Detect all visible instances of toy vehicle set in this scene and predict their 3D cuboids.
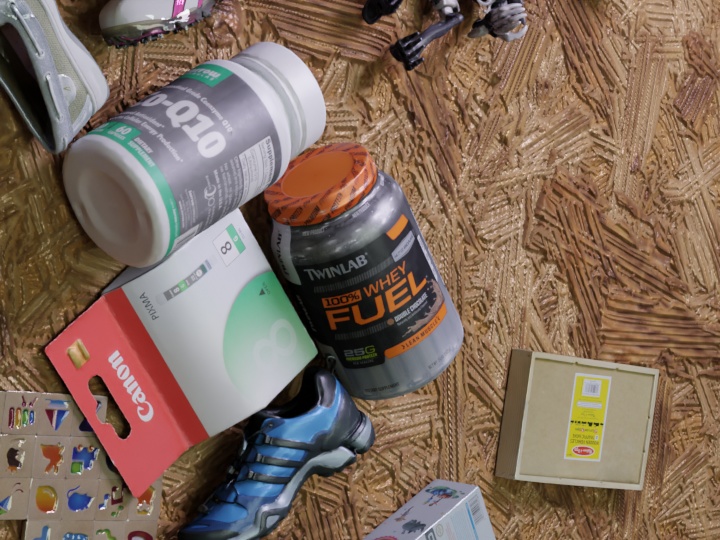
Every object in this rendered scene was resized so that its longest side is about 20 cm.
[{"bbox_3d":[0.215,0.148,2.151,0.200,0.026,0.125,10,88,-44],"label":"toy vehicle set"}]

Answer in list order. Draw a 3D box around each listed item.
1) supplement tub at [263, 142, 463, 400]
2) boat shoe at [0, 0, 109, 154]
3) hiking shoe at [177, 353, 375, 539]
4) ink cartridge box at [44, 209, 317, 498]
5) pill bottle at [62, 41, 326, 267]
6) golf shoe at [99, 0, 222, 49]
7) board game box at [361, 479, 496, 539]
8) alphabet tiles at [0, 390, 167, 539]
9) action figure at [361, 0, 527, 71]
[{"bbox_3d":[0.000,0.000,1.857,0.123,0.122,0.200,-45,123,-31],"label":"supplement tub"},{"bbox_3d":[-0.261,-0.174,1.618,0.065,0.074,0.202,-59,137,-27],"label":"boat shoe"},{"bbox_3d":[-0.084,0.160,1.830,0.200,0.074,0.087,-39,111,-24],"label":"hiking shoe"},{"bbox_3d":[-0.141,0.063,1.773,0.200,0.050,0.161,-46,121,-34],"label":"ink cartridge box"},{"bbox_3d":[-0.127,-0.096,1.728,0.200,0.113,0.113,-37,119,-36],"label":"pill bottle"},{"bbox_3d":[-0.144,-0.240,1.728,0.200,0.072,0.092,-40,113,-45],"label":"golf shoe"},{"bbox_3d":[0.044,0.304,1.980,0.200,0.064,0.148,-36,118,-37],"label":"board game box"},{"bbox_3d":[-0.236,0.180,1.731,0.200,0.008,0.168,6,90,-45],"label":"alphabet tiles"},{"bbox_3d":[0.101,-0.252,1.940,0.200,0.102,0.119,-36,107,-34],"label":"action figure"}]
